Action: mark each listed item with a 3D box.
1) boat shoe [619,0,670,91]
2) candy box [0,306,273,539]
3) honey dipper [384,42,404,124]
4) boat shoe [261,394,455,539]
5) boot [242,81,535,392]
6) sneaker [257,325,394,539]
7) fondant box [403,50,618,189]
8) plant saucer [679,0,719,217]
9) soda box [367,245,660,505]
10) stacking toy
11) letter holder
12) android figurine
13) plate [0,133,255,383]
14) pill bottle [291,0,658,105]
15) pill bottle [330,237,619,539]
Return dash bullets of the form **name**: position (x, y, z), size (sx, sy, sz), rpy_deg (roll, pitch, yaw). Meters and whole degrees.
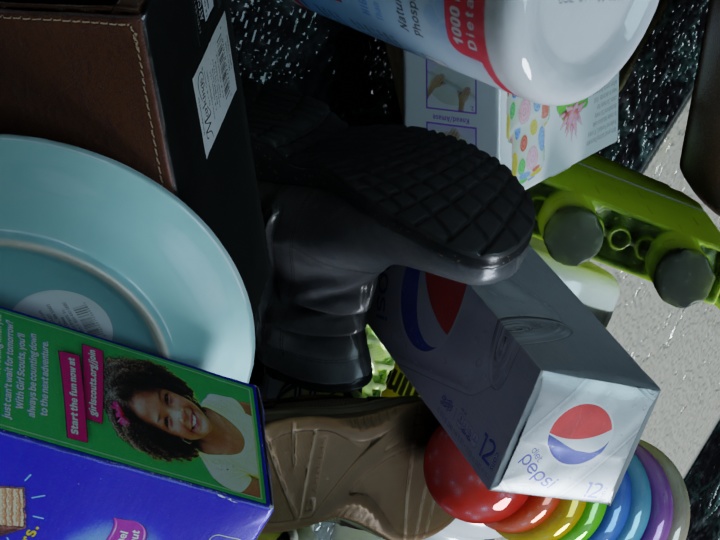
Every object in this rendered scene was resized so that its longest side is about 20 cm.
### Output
- **boat shoe**: position (0.166, -0.178, 1.102), size (0.201, 0.062, 0.073), rpy_deg (-57, 143, -10)
- **candy box**: position (-0.159, 0.099, 0.743), size (0.199, 0.077, 0.170), rpy_deg (18, 122, -24)
- **honey dipper**: position (0.026, -0.085, 0.975), size (0.038, 0.038, 0.201), rpy_deg (-36, 126, -33)
- **boat shoe**: position (-0.019, 0.088, 0.930), size (0.199, 0.072, 0.073), rpy_deg (4, 100, -52)
- **boot**: position (0.000, 0.000, 0.889), size (0.070, 0.200, 0.132), rpy_deg (-24, 126, -36)
- **sneaker**: position (-0.012, 0.064, 1.019), size (0.075, 0.076, 0.201), rpy_deg (36, 80, -52)
- **fondant box**: position (0.077, -0.148, 0.961), size (0.144, 0.058, 0.201), rpy_deg (-28, 120, -55)
- **plant saucer**: position (0.210, -0.132, 1.105), size (0.200, 0.032, 0.202), rpy_deg (12, 90, -81)
- **soda box**: position (0.058, 0.027, 0.912), size (0.068, 0.200, 0.064), rpy_deg (10, 114, -27)
- **stacking toy**: position (0.095, 0.109, 0.979), size (0.200, 0.085, 0.086), rpy_deg (28, 89, -57)
- **letter holder**: position (-0.126, -0.049, 0.799), size (0.101, 0.141, 0.201), rpy_deg (-73, 162, -48)
- **android figurine**: position (0.132, -0.030, 1.059), size (0.200, 0.181, 0.041), rpy_deg (-100, -149, -75)
- **plate**: position (-0.141, 0.033, 0.767), size (0.026, 0.199, 0.201), rpy_deg (-92, 175, -51)
- **pill bottle**: position (0.023, -0.150, 0.820), size (0.109, 0.199, 0.109), rpy_deg (-30, 133, -38)
- **pill bottle**: position (0.058, 0.076, 1.084), size (0.112, 0.112, 0.201), rpy_deg (13, 101, -54)
